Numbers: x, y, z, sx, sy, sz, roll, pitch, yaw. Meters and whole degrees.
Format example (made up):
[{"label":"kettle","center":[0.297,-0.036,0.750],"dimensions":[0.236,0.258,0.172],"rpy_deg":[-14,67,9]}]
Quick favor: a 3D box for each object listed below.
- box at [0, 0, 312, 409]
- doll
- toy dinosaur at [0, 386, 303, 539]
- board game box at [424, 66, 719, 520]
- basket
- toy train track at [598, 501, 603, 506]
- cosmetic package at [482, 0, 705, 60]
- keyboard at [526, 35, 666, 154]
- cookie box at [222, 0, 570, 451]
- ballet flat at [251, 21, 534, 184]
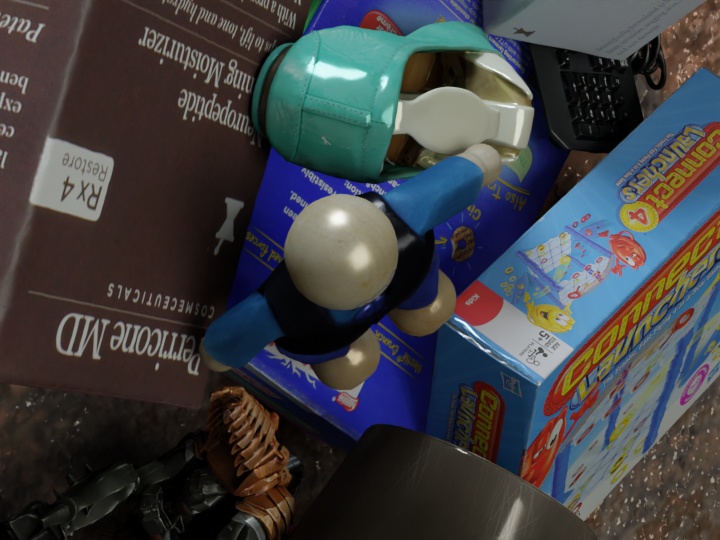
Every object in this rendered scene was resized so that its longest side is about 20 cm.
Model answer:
[{"label":"box","center":[-0.134,-0.070,0.816],"dimensions":[0.166,0.163,0.202],"rpy_deg":[16,89,-67]},{"label":"doll","center":[0.000,0.000,0.839],"dimensions":[0.136,0.200,0.049],"rpy_deg":[-36,81,0]},{"label":"toy dinosaur","center":[-0.076,0.104,0.941],"dimensions":[0.135,0.102,0.201],"rpy_deg":[-31,137,-29]},{"label":"board game box","center":[0.111,0.036,1.049],"dimensions":[0.200,0.056,0.197],"rpy_deg":[-42,155,-29]},{"label":"basket","center":[0.010,0.179,0.928],"dimensions":[0.179,0.136,0.201],"rpy_deg":[31,75,-10]},{"label":"toy train track","center":[0.101,0.176,1.162],"dimensions":[0.114,0.032,0.202],"rpy_deg":[-26,114,-31]},{"label":"cosmetic package","center":[0.108,-0.209,0.990],"dimensions":[0.080,0.113,0.202],"rpy_deg":[6,72,-26]},{"label":"keyboard","center":[0.108,-0.154,1.048],"dimensions":[0.104,0.039,0.202],"rpy_deg":[0,75,-51]},{"label":"cookie box","center":[-0.007,-0.040,1.008],"dimensions":[0.171,0.075,0.201],"rpy_deg":[39,74,-37]},{"label":"ballet flat","center":[0.030,-0.062,0.893],"dimensions":[0.200,0.070,0.068],"rpy_deg":[-12,120,-64]}]
